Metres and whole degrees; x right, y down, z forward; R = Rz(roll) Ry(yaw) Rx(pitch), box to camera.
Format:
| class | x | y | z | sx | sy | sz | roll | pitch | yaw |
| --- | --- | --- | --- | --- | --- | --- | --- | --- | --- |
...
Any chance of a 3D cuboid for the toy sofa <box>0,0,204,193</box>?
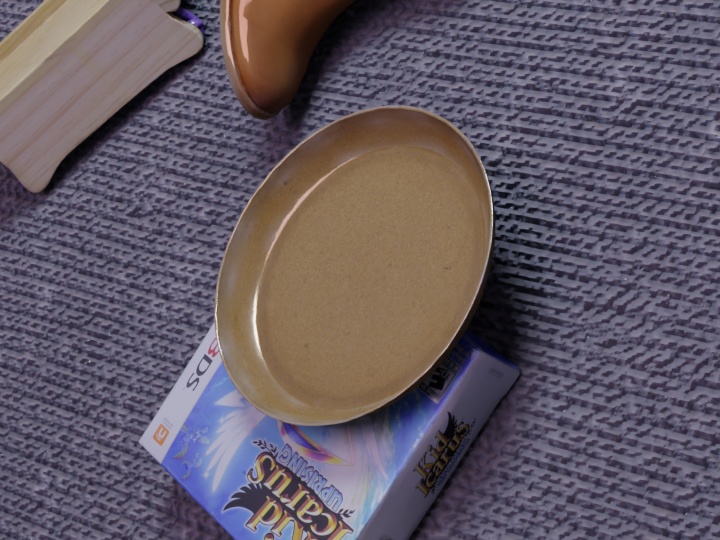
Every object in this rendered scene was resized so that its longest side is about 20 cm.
| class | x | y | z | sx | sy | sz | roll | pitch | yaw |
| --- | --- | --- | --- | --- | --- | --- | --- | --- | --- |
| toy sofa | -0.202 | -0.155 | 1.614 | 0.200 | 0.097 | 0.083 | -39 | 25 | 21 |

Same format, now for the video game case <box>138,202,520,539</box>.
| class | x | y | z | sx | sy | sz | roll | pitch | yaw |
| --- | --- | --- | --- | --- | --- | --- | --- | --- | --- |
| video game case | -0.024 | 0.082 | 1.361 | 0.200 | 0.045 | 0.182 | 38 | 98 | 44 |

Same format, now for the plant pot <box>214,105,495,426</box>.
| class | x | y | z | sx | sy | sz | roll | pitch | yaw |
| --- | --- | --- | --- | --- | --- | --- | --- | --- | --- |
| plant pot | 0.000 | 0.000 | 1.330 | 0.199 | 0.027 | 0.202 | -19 | 56 | 31 |

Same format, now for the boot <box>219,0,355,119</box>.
| class | x | y | z | sx | sy | sz | roll | pitch | yaw |
| --- | --- | --- | --- | --- | --- | --- | --- | --- | --- |
| boot | -0.004 | -0.195 | 1.454 | 0.154 | 0.074 | 0.202 | 1 | 74 | 37 |
